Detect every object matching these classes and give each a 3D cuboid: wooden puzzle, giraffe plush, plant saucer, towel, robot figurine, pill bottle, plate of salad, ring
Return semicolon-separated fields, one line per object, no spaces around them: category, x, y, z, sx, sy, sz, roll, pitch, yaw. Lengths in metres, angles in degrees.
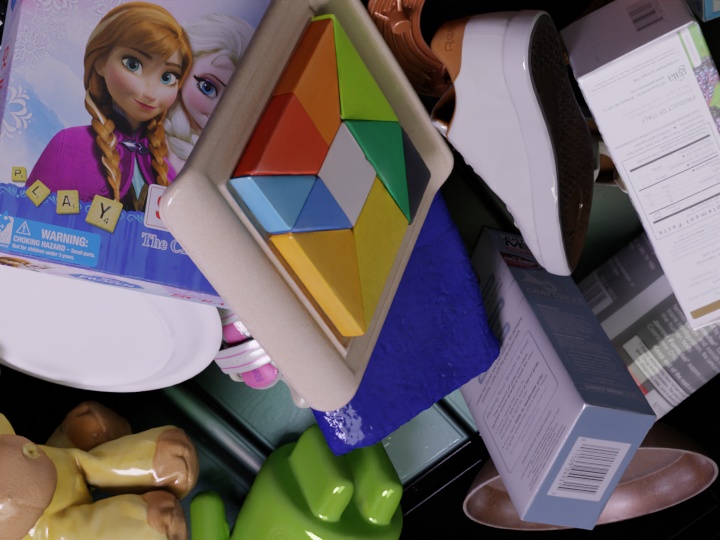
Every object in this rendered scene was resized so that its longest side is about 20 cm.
wooden puzzle;-0.017;-0.050;0.888;0.037;0.201;0.186;-1;138;37
giraffe plush;-0.226;0.143;1.012;0.198;0.174;0.162;-5;148;24
plant saucer;0.176;0.157;1.201;0.198;0.035;0.201;-6;154;-3
towel;0.000;0.000;1.004;0.147;0.049;0.202;-29;105;-24
robot figurine;-0.042;0.211;1.158;0.174;0.116;0.201;7;123;-32
pill bottle;0.249;0.009;1.112;0.199;0.114;0.114;-39;127;11
plate of salad;-0.183;0.015;0.976;0.197;0.048;0.201;7;146;5
ring;0.098;-0.166;0.947;0.198;0.019;0.201;-16;153;-9

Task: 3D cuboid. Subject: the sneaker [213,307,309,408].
sneaker;-0.068;0.027;1.018;0.199;0.089;0.081;31;147;-33

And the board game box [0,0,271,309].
board game box;-0.112;-0.088;0.893;0.198;0.041;0.202;11;78;-26

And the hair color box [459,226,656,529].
hair color box;0.120;0.070;1.057;0.060;0.201;0.100;11;121;-24

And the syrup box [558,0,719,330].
syrup box;0.202;-0.071;0.976;0.081;0.079;0.201;-25;118;12

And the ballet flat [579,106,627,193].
ballet flat;0.163;-0.078;1.054;0.198;0.064;0.068;3;127;-21

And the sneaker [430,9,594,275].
sneaker;0.094;-0.081;0.972;0.084;0.073;0.201;6;137;28

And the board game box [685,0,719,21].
board game box;0.301;-0.254;0.994;0.198;0.034;0.136;-18;128;-6
